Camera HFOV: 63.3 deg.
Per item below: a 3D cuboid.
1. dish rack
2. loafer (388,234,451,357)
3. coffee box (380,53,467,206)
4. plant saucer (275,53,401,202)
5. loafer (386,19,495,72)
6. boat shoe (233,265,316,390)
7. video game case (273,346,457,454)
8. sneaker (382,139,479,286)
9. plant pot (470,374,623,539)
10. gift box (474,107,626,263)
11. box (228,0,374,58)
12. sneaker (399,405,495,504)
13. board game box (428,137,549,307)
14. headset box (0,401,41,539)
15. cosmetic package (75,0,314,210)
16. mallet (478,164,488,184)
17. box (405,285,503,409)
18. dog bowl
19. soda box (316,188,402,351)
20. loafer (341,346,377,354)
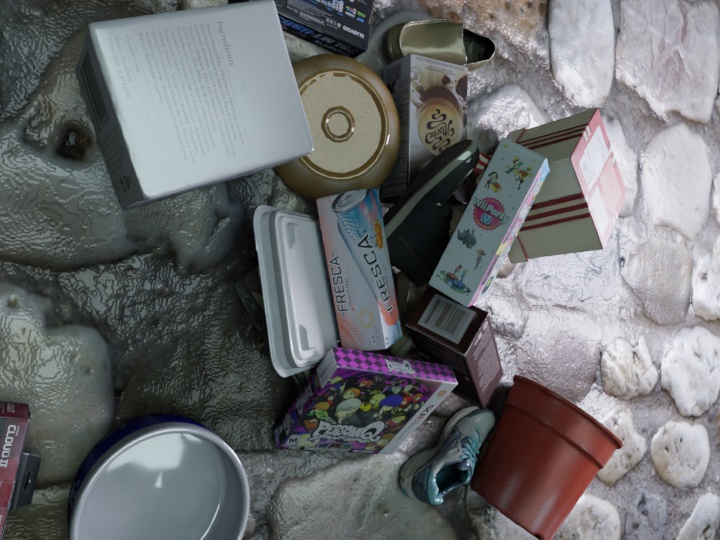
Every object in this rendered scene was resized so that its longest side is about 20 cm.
[{"bbox_3d":[-0.067,0.021,0.735,0.171,0.042,0.206,1,81,-71],"label":"dish rack"},{"bbox_3d":[0.077,0.033,0.878,0.067,0.076,0.204,22,88,7],"label":"loafer"},{"bbox_3d":[0.096,-0.201,0.874,0.110,0.079,0.206,0,91,-31],"label":"coffee box"},{"bbox_3d":[-0.032,-0.193,0.789,0.194,0.035,0.207,-1,93,-15],"label":"plant saucer"},{"bbox_3d":[0.128,-0.349,0.898,0.196,0.067,0.078,-11,97,-31],"label":"loafer"},{"bbox_3d":[-0.107,0.084,0.769,0.064,0.072,0.205,-18,117,1],"label":"boat shoe"},{"bbox_3d":[0.006,0.184,0.792,0.196,0.036,0.183,14,127,-31],"label":"video game case"},{"bbox_3d":[0.108,-0.075,0.789,0.106,0.075,0.200,38,117,-13],"label":"sneaker"},{"bbox_3d":[0.288,0.312,0.953,0.200,0.200,0.197,39,80,-26],"label":"plant pot"},{"bbox_3d":[0.289,-0.129,0.931,0.200,0.184,0.188,-43,114,-39],"label":"gift box"},{"bbox_3d":[-0.066,-0.421,0.788,0.196,0.049,0.205,10,85,-31],"label":"box"},{"bbox_3d":[0.157,0.297,0.922,0.199,0.086,0.079,-38,110,-25],"label":"sneaker"},{"bbox_3d":[0.176,-0.060,0.779,0.204,0.063,0.147,-66,163,11],"label":"board game box"},{"bbox_3d":[-0.424,0.204,0.567,0.196,0.074,0.153,14,84,-31],"label":"headset box"},{"bbox_3d":[-0.186,-0.179,0.653,0.196,0.164,0.169,-21,102,-28],"label":"cosmetic package"},{"bbox_3d":[0.170,-0.084,0.879,0.041,0.202,0.065,42,51,20],"label":"mallet"},{"bbox_3d":[0.141,0.117,0.851,0.076,0.099,0.201,-54,146,-17],"label":"box"},{"bbox_3d":[-0.235,0.277,0.684,0.196,0.078,0.206,-1,91,-32],"label":"dog bowl"},{"bbox_3d":[0.000,0.000,0.761,0.063,0.067,0.206,-20,101,-63],"label":"soda box"},{"bbox_3d":[0.034,0.166,0.851,0.198,0.072,0.074,32,74,-29],"label":"loafer"}]
